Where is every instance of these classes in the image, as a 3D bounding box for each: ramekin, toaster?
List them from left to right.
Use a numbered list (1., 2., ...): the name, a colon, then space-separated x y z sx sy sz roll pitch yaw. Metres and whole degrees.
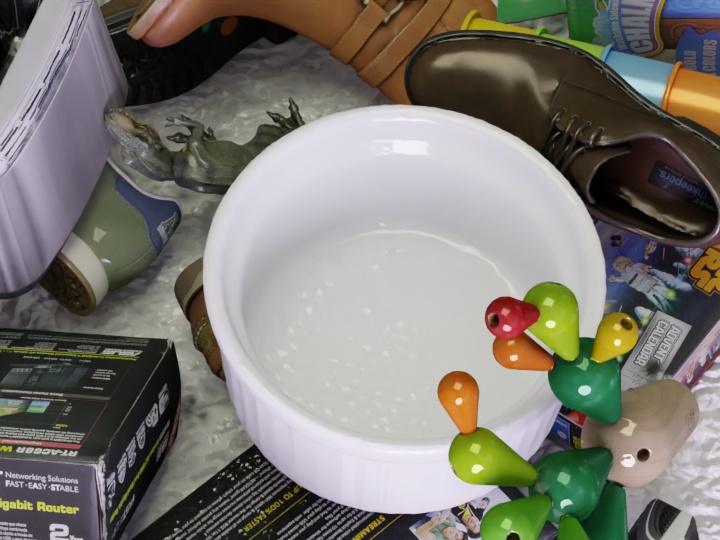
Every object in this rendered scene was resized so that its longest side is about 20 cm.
1. toaster: -0.204 -0.080 1.451 0.113 0.129 0.201 16 61 14
2. ramekin: 0.020 0.025 1.372 0.199 0.098 0.201 2 58 -3

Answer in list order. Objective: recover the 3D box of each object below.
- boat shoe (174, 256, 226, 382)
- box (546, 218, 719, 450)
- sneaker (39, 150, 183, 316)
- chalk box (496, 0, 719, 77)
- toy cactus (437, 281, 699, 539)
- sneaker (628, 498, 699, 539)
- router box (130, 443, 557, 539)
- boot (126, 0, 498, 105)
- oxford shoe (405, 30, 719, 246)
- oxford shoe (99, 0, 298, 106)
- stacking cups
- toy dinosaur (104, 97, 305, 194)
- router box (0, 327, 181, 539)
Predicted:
1. boat shoe: 0.000 0.000 1.487 0.199 0.072 0.068 -27 61 1
2. box: 0.142 0.002 1.477 0.137 0.040 0.200 30 65 24
3. sneaker: -0.183 -0.060 1.555 0.090 0.067 0.200 -35 60 -23
4. chalk box: 0.177 -0.172 1.539 0.199 0.124 0.125 1 56 8
5. toy cactus: 0.114 0.090 1.272 0.102 0.201 0.165 -5 15 38
6. sneaker: 0.095 0.187 1.337 0.086 0.081 0.200 26 63 25
7. router box: -0.018 0.155 1.389 0.200 0.051 0.149 -37 61 -16
8. boot: -0.023 -0.148 1.553 0.200 0.077 0.156 -42 103 -26
9. oxford shoe: 0.112 -0.071 1.420 0.199 0.073 0.084 23 17 10
10. oxford shoe: -0.111 -0.157 1.606 0.199 0.073 0.084 -25 52 -23
11. stacking cups: 0.149 -0.095 1.481 0.199 0.061 0.061 13 59 16
12. toy dinosaur: -0.059 -0.064 1.534 0.199 0.048 0.088 8 23 -22
13. router box: -0.206 0.087 1.416 0.199 0.063 0.150 3 23 11
